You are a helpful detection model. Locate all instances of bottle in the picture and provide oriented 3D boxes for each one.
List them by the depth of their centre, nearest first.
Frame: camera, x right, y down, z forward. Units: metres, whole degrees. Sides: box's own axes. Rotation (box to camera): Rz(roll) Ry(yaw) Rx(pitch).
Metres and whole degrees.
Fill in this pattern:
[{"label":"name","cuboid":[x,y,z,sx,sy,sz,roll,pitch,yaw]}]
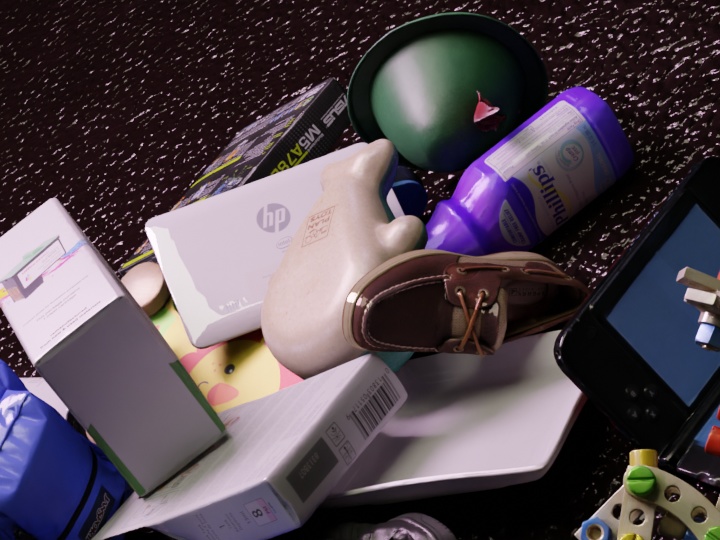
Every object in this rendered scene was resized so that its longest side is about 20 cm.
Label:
[{"label":"bottle","cuboid":[0.120,-0.058,1.614,0.199,0.084,0.065,-37,34,-8]}]

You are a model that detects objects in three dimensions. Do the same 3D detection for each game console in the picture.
[{"label":"game console","cuboid":[0.258,0.035,1.354,0.200,0.172,0.119,-48,10,-23]}]

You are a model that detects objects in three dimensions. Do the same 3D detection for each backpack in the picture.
[{"label":"backpack","cuboid":[-0.261,0.181,1.527,0.167,0.200,0.163,6,57,38]}]

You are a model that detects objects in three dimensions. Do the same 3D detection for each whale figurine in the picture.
[{"label":"whale figurine","cuboid":[0.000,0.000,1.570,0.158,0.104,0.201,-25,44,37]}]

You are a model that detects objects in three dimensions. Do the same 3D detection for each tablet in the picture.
[{"label":"tablet","cuboid":[-0.062,-0.023,1.646,0.198,0.014,0.131,-20,60,-9]}]

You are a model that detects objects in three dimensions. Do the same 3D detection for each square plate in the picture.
[{"label":"square plate","cuboid":[0.078,0.107,1.451,0.197,0.029,0.200,-13,21,31]}]

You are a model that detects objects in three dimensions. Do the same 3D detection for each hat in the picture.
[{"label":"hat","cuboid":[0.077,-0.091,1.622,0.165,0.200,0.177,-31,44,20]}]

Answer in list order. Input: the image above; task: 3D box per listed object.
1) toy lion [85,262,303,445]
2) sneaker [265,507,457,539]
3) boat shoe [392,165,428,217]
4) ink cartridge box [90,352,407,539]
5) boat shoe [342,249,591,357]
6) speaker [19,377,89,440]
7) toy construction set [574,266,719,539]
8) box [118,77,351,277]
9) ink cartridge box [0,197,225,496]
[{"label":"toy lion","cuboid":[-0.114,0.083,1.634,0.190,0.069,0.201,-8,54,25]},{"label":"sneaker","cuboid":[-0.027,0.203,1.399,0.104,0.061,0.199,-21,15,-36]},{"label":"boat shoe","cuboid":[-0.041,-0.036,1.721,0.199,0.084,0.069,-28,45,4]},{"label":"ink cartridge box","cuboid":[-0.080,0.142,1.466,0.199,0.057,0.163,-29,13,42]},{"label":"boat shoe","cuboid":[0.081,0.026,1.482,0.199,0.073,0.072,-4,16,-34]},{"label":"speaker","cuboid":[-0.288,0.129,1.724,0.199,0.081,0.082,-3,43,37]},{"label":"toy construction set","cuboid":[0.221,0.100,1.264,0.130,0.092,0.202,19,95,17]},{"label":"box","cuboid":[-0.107,-0.069,1.796,0.194,0.047,0.200,-54,15,-26]},{"label":"ink cartridge box","cuboid":[-0.197,0.053,1.526,0.084,0.145,0.200,-37,32,-5]}]
